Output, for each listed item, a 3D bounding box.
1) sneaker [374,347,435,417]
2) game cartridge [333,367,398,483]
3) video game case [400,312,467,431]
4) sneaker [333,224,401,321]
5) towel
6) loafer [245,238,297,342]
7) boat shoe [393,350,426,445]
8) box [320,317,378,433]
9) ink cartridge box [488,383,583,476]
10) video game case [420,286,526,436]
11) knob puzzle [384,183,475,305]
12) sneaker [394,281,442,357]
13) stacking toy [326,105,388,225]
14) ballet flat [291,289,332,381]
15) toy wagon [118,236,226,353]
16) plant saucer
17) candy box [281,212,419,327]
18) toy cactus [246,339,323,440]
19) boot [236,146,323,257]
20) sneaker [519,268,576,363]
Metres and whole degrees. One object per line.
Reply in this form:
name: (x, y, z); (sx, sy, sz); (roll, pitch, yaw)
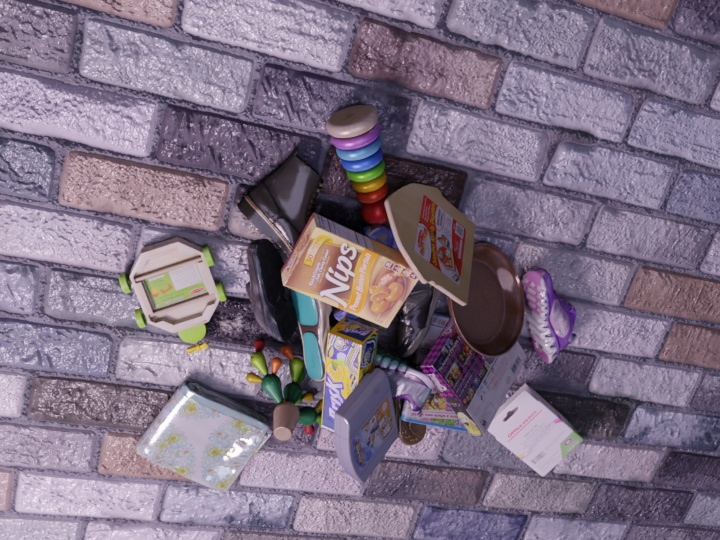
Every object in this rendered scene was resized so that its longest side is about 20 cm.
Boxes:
sneaker: (0.033, 0.188, 1.442); (0.198, 0.074, 0.088); (22, 96, 13)
game cartridge: (0.010, 0.276, 1.401); (0.133, 0.041, 0.201); (-52, 147, -33)
video game case: (0.159, 0.188, 1.500); (0.142, 0.018, 0.202); (14, 88, -26)
sneaker: (0.000, 0.000, 1.385); (0.078, 0.076, 0.201); (21, 113, -20)
towel: (-0.282, 0.305, 1.477); (0.199, 0.048, 0.172); (33, 103, -24)
loafer: (-0.164, 0.033, 1.352); (0.072, 0.073, 0.202); (13, 129, 27)
boat shoe: (0.083, 0.220, 1.516); (0.071, 0.067, 0.203); (-2, 97, -23)
box: (-0.020, 0.189, 1.403); (0.069, 0.064, 0.202); (18, 120, 23)
ink cartridge box: (0.335, 0.309, 1.619); (0.117, 0.067, 0.200); (-44, 118, 9)
video game case: (0.209, 0.163, 1.462); (0.182, 0.036, 0.201); (53, 53, -23)
knob puzzle: (0.108, -0.058, 1.342); (0.219, 0.221, 0.030); (37, 136, -26)
sneaker: (0.078, 0.050, 1.431); (0.113, 0.076, 0.201); (16, 103, -17)
stacking toy: (0.008, -0.160, 1.319); (0.084, 0.086, 0.202); (-19, 122, -5)
ballet flat: (-0.076, 0.093, 1.421); (0.069, 0.070, 0.202); (-8, 108, -10)
toy wagon: (-0.304, 0.047, 1.357); (0.154, 0.040, 0.202); (-18, 118, -5)
plant saucer: (0.217, 0.053, 1.441); (0.199, 0.036, 0.203); (8, 77, -40)
candy box: (-0.015, 0.002, 1.308); (0.198, 0.055, 0.116); (23, 112, -23)
toy cactus: (-0.132, 0.228, 1.420); (0.101, 0.166, 0.201); (-24, 117, 19)
boot: (-0.084, -0.088, 1.332); (0.138, 0.078, 0.200); (-46, 117, 4)
sneaker: (0.358, 0.074, 1.517); (0.088, 0.081, 0.202); (-24, 123, -10)
